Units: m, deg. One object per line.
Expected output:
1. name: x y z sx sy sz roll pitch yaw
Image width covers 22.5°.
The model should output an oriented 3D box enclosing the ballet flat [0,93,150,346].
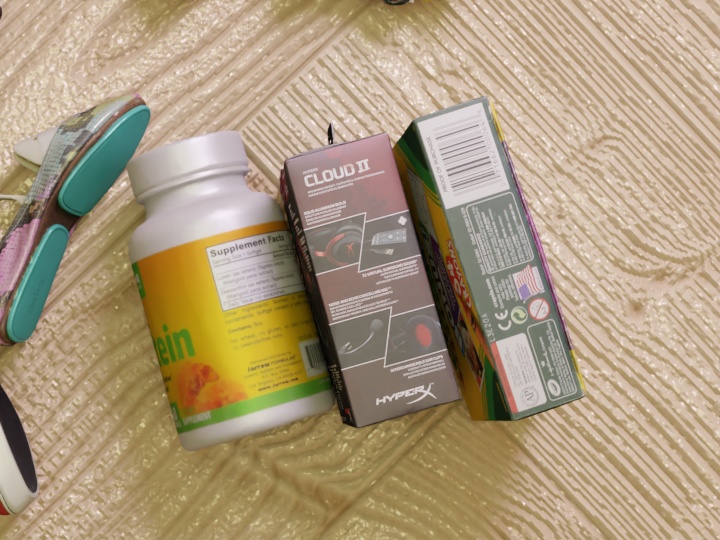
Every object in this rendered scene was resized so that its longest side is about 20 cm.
1. ballet flat: -0.223 -0.046 1.265 0.071 0.069 0.201 27 85 19

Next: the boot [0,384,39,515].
1. boot: -0.319 0.102 1.244 0.144 0.072 0.201 -31 80 -4

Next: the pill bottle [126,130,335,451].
1. pill bottle: -0.095 0.013 1.239 0.110 0.111 0.202 -16 87 -4

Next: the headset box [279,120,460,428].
1. headset box: 0.000 0.000 1.226 0.074 0.149 0.202 -15 87 -5

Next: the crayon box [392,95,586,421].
1. crayon box: 0.079 -0.001 1.218 0.058 0.173 0.202 -18 87 -7

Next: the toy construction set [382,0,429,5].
1. toy construction set: 0.015 -0.262 1.273 0.199 0.092 0.132 20 110 6

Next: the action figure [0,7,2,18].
1. action figure: -0.326 -0.110 1.258 0.129 0.069 0.201 25 88 -6
